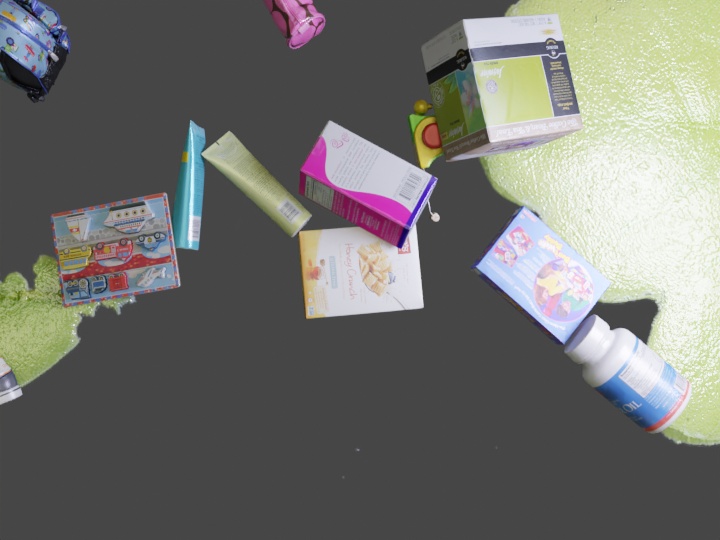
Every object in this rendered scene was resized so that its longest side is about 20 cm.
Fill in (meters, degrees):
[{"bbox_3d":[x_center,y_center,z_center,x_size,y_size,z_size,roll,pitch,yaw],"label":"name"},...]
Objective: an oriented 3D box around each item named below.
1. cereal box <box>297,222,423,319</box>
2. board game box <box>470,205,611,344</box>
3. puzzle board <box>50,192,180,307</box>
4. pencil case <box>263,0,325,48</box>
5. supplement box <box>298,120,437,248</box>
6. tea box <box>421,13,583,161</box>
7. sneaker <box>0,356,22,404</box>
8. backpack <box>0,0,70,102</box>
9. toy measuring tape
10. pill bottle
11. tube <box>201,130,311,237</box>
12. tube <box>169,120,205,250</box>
[{"bbox_3d":[0.000,0.000,1.640,0.197,0.040,0.146,-6,87,-7],"label":"cereal box"},{"bbox_3d":[0.303,0.008,1.673,0.200,0.045,0.135,41,83,-3],"label":"board game box"},{"bbox_3d":[-0.393,-0.032,1.583,0.197,0.017,0.153,-10,88,7],"label":"puzzle board"},{"bbox_3d":[-0.136,-0.468,1.624,0.090,0.094,0.201,-33,92,-7],"label":"pencil case"},{"bbox_3d":[0.008,-0.137,1.597,0.198,0.103,0.102,29,72,3],"label":"supplement box"},{"bbox_3d":[0.229,-0.296,1.606,0.198,0.133,0.199,-11,87,-30],"label":"tea box"},{"bbox_3d":[-0.634,0.196,1.536,0.198,0.078,0.080,-22,94,-19],"label":"sneaker"},{"bbox_3d":[-0.547,-0.368,1.515,0.181,0.200,0.136,29,84,-3],"label":"backpack"},{"bbox_3d":[0.128,-0.187,1.656,0.073,0.074,0.203,-14,98,-7],"label":"toy measuring tape"},{"bbox_3d":[0.439,0.168,1.648,0.199,0.112,0.113,39,83,-2],"label":"pill bottle"},{"bbox_3d":[-0.166,-0.141,1.625,0.200,0.058,0.052,44,99,-3],"label":"tube"},{"bbox_3d":[-0.275,-0.135,1.602,0.050,0.077,0.203,7,89,2],"label":"tube"}]
